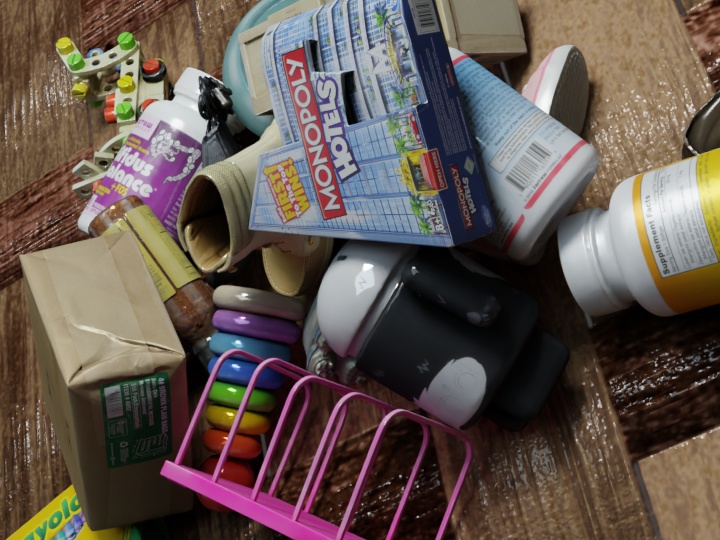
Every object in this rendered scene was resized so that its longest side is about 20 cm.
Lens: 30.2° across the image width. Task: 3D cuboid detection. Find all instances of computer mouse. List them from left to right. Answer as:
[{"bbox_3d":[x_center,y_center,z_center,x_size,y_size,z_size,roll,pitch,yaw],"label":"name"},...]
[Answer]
[{"bbox_3d":[-0.122,-0.082,1.261,0.053,0.138,0.201,-2,93,-4],"label":"computer mouse"}]

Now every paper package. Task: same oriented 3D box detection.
[{"bbox_3d":[-0.222,0.098,1.182,0.103,0.200,0.191,-14,44,-19],"label":"paper package"}]

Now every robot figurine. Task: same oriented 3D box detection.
[{"bbox_3d":[0.063,0.044,1.057,0.200,0.125,0.150,31,122,4],"label":"robot figurine"}]

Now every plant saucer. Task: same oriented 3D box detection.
[{"bbox_3d":[-0.042,-0.213,1.317,0.200,0.027,0.201,-3,64,7],"label":"plant saucer"}]

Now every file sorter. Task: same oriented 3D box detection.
[{"bbox_3d":[-0.030,0.154,1.082,0.200,0.139,0.126,16,81,40],"label":"file sorter"}]

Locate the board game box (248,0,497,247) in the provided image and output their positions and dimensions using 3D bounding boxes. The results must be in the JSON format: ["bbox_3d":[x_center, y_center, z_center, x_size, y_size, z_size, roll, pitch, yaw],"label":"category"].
[{"bbox_3d":[-0.015,-0.103,1.015,0.200,0.062,0.200,-12,96,42],"label":"board game box"}]

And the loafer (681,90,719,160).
[{"bbox_3d":[0.327,-0.152,1.039,0.200,0.071,0.073,-41,49,10],"label":"loafer"}]

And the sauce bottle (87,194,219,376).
[{"bbox_3d":[-0.179,0.023,1.263,0.066,0.066,0.200,-37,84,14],"label":"sauce bottle"}]

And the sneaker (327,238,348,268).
[{"bbox_3d":[-0.008,-0.053,1.245,0.200,0.073,0.082,-20,17,39],"label":"sneaker"}]

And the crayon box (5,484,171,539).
[{"bbox_3d":[-0.263,0.298,1.234,0.200,0.058,0.173,-40,49,12],"label":"crayon box"}]

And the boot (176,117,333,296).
[{"bbox_3d":[-0.089,-0.032,1.148,0.073,0.200,0.155,27,44,21],"label":"boot"}]

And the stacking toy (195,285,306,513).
[{"bbox_3d":[-0.106,0.118,1.196,0.085,0.085,0.200,6,83,38],"label":"stacking toy"}]

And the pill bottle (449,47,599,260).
[{"bbox_3d":[0.081,-0.106,1.057,0.200,0.109,0.109,38,91,11],"label":"pill bottle"}]

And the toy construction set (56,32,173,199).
[{"bbox_3d":[-0.273,-0.179,1.478,0.131,0.092,0.200,-8,67,5],"label":"toy construction set"}]

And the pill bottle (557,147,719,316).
[{"bbox_3d":[0.255,-0.029,0.999,0.200,0.111,0.111,-18,57,28],"label":"pill bottle"}]

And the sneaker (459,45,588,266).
[{"bbox_3d":[0.127,-0.106,1.157,0.104,0.075,0.201,9,76,33],"label":"sneaker"}]

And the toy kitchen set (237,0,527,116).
[{"bbox_3d":[0.026,-0.170,1.235,0.200,0.180,0.164,-14,87,46],"label":"toy kitchen set"}]

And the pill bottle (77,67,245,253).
[{"bbox_3d":[-0.194,-0.102,1.365,0.112,0.112,0.200,25,82,42],"label":"pill bottle"}]

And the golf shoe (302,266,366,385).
[{"bbox_3d":[0.000,0.000,1.172,0.200,0.078,0.097,-58,33,20],"label":"golf shoe"}]
